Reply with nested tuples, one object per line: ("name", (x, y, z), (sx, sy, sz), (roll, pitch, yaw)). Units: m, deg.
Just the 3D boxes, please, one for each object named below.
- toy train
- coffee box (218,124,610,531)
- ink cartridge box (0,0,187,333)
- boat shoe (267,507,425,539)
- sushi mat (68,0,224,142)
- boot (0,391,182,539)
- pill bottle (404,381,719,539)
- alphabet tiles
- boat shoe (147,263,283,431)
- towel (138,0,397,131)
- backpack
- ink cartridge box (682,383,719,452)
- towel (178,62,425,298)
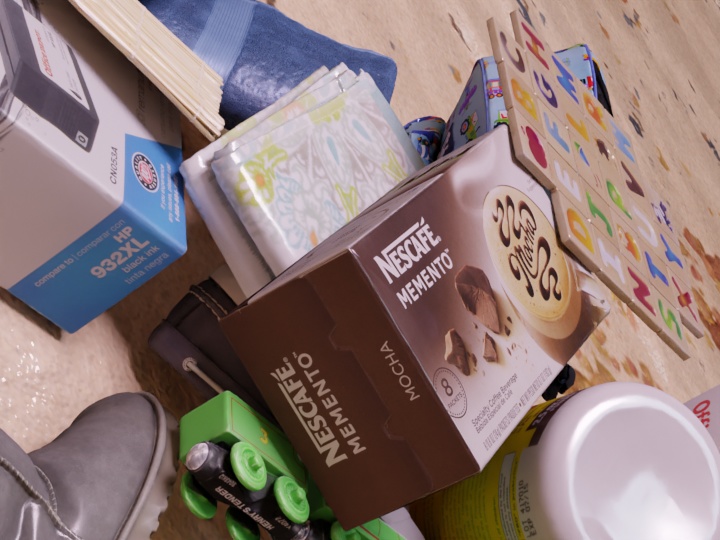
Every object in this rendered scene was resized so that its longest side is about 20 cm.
("toy train", (-0.012, 0.122, 0.850), (0.200, 0.042, 0.057), (42, 28, -36))
("coffee box", (0.033, 0.021, 0.872), (0.114, 0.079, 0.200), (60, 31, -5))
("ink cartridge box", (-0.179, -0.089, 0.876), (0.200, 0.083, 0.146), (40, 29, -36))
("boat shoe", (0.004, 0.180, 0.935), (0.200, 0.073, 0.068), (61, 32, -22))
("sushi mat", (-0.137, -0.144, 0.902), (0.200, 0.012, 0.096), (44, 11, -20))
("boot", (-0.170, 0.058, 0.756), (0.200, 0.072, 0.182), (42, 26, -19))
("pill bottle", (0.093, 0.126, 0.954), (0.108, 0.200, 0.110), (7, 74, -24))
("alphabet tiles", (0.131, -0.048, 1.011), (0.200, 0.006, 0.167), (40, 32, -41))
("boat shoe", (-0.045, 0.092, 0.979), (0.201, 0.063, 0.073), (61, -14, -24))
("towel", (-0.073, -0.125, 1.082), (0.199, 0.049, 0.112), (27, 32, -8))
("backpack", (0.087, -0.044, 1.173), (0.133, 0.201, 0.183), (9, 41, -5))
("ink cartridge box", (0.154, 0.169, 1.081), (0.084, 0.199, 0.146), (52, 24, -14))
("towel", (0.000, 0.000, 0.963), (0.201, 0.048, 0.171), (59, 32, -6))
